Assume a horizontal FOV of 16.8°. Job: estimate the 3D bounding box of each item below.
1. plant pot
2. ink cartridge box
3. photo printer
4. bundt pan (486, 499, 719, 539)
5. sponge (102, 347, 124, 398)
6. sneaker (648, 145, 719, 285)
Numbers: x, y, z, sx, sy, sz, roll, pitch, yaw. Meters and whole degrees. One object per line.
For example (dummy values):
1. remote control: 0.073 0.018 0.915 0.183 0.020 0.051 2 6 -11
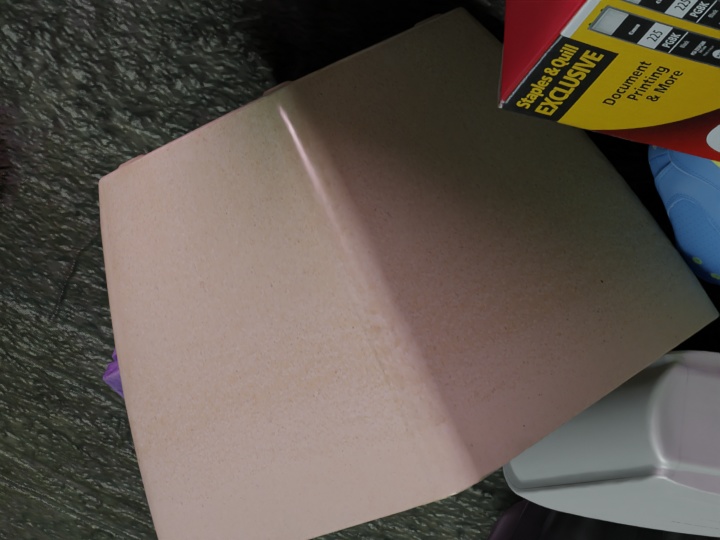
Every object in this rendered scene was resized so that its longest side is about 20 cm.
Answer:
1. plant pot: 0.000 0.000 1.083 0.199 0.200 0.178 -22 95 46
2. ink cartridge box: 0.128 -0.129 0.900 0.175 0.084 0.200 12 153 -15
3. photo printer: 0.168 0.087 1.167 0.166 0.070 0.200 10 169 -19
4. bundt pan: 0.153 0.185 1.363 0.201 0.076 0.202 14 145 10
5. sponge: -0.042 0.057 1.340 0.111 0.030 0.200 41 141 -25
6. sneaker: 0.206 -0.011 1.089 0.200 0.076 0.105 46 152 -20
